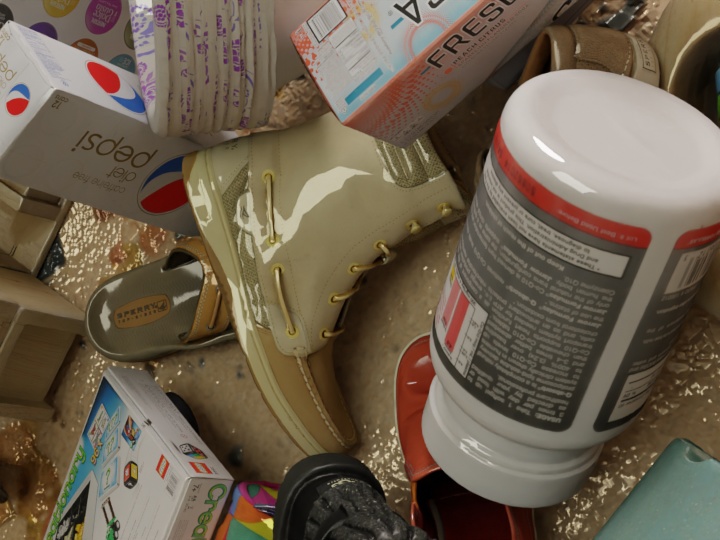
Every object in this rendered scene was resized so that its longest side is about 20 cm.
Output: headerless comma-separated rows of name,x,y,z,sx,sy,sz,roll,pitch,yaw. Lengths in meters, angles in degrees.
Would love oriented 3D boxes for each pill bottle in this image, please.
pill bottle,0.099,0.014,0.734,0.116,0.116,0.201,42,133,31

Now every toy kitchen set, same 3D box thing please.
toy kitchen set,-0.290,-0.025,1.004,0.200,0.180,0.164,31,96,32

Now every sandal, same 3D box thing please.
sandal,-0.100,0.008,0.950,0.199,0.054,0.081,-19,72,22

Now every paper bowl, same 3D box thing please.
paper bowl,-0.075,-0.178,0.832,0.104,0.201,0.202,-6,74,-10

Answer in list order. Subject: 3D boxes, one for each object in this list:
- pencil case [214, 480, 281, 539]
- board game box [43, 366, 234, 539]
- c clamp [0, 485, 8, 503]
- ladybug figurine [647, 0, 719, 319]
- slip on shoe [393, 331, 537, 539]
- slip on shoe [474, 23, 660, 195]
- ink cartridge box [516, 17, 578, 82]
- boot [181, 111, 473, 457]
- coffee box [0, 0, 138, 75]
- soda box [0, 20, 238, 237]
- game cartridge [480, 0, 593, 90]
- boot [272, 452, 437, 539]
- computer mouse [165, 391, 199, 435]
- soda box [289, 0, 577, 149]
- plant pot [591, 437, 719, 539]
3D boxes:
pencil case,-0.068,0.220,0.877,0.088,0.088,0.201,27,97,33
board game box,-0.151,0.177,0.925,0.126,0.034,0.201,42,116,47
c clamp,-0.305,0.089,1.010,0.200,0.171,0.027,33,76,37
ladybug figurine,0.208,-0.069,0.761,0.135,0.072,0.201,-3,80,33
slip on shoe,0.055,0.109,0.807,0.074,0.061,0.201,-19,48,12
slip on shoe,0.086,-0.044,0.805,0.200,0.060,0.076,-60,29,36
ink cartridge box,0.064,-0.183,0.877,0.200,0.067,0.117,28,97,34
boot,0.000,0.000,0.876,0.155,0.073,0.201,-21,92,7
coffee box,-0.248,-0.207,0.999,0.200,0.199,0.198,34,100,32
soda box,-0.149,-0.079,0.913,0.068,0.200,0.064,-47,59,16
game cartridge,0.053,-0.199,0.824,0.133,0.041,0.200,-43,63,14
boot,-0.003,0.209,0.769,0.158,0.079,0.212,-145,49,-71
computer mouse,-0.134,0.176,0.960,0.058,0.034,0.201,19,99,48
soda box,0.063,-0.149,0.749,0.200,0.068,0.064,-39,66,21
plant pot,0.153,0.197,0.687,0.200,0.200,0.197,34,91,32
